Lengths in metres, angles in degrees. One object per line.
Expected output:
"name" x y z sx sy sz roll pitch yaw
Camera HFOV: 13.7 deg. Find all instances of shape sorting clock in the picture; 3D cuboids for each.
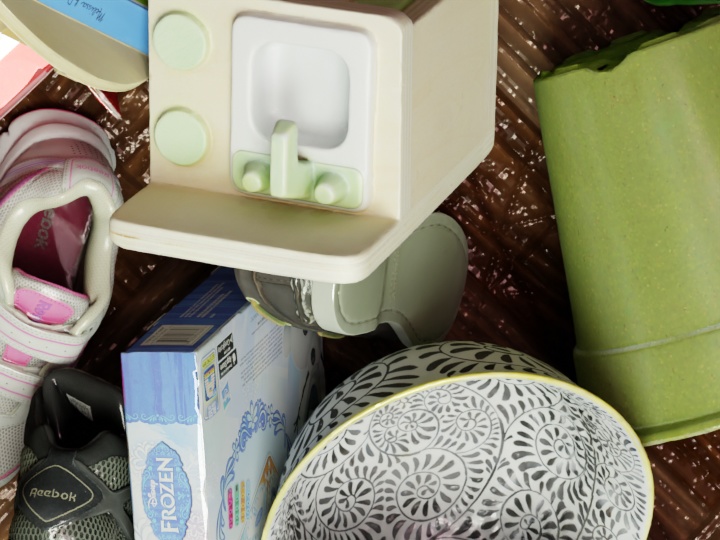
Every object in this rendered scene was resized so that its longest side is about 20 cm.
"shape sorting clock" -0.160 -0.169 1.398 0.039 0.200 0.200 -35 112 18

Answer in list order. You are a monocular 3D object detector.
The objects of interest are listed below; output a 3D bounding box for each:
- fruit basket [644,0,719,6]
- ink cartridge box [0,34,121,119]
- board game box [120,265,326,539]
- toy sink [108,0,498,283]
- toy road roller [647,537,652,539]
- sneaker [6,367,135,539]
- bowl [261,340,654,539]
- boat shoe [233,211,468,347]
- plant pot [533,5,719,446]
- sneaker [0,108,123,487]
"fruit basket" 0.114 -0.206 1.495 0.215 0.155 0.217 -1 93 -29
"ink cartridge box" -0.205 -0.138 1.425 0.067 0.116 0.200 -41 110 7
"board game box" -0.061 0.106 1.490 0.043 0.200 0.200 0 105 16
"toy sink" -0.025 -0.087 1.422 0.130 0.200 0.113 9 114 20
"toy road roller" 0.073 0.209 1.588 0.146 0.123 0.200 37 93 -19
"sneaker" -0.120 0.114 1.493 0.076 0.199 0.115 6 81 17
"bowl" 0.039 0.102 1.495 0.200 0.094 0.201 -7 128 -10
"boat shoe" 0.000 0.000 1.502 0.060 0.201 0.072 10 90 21
"plant pot" 0.173 -0.030 1.537 0.199 0.200 0.191 -21 96 -10
"sneaker" -0.173 0.021 1.492 0.081 0.088 0.201 14 100 -18
